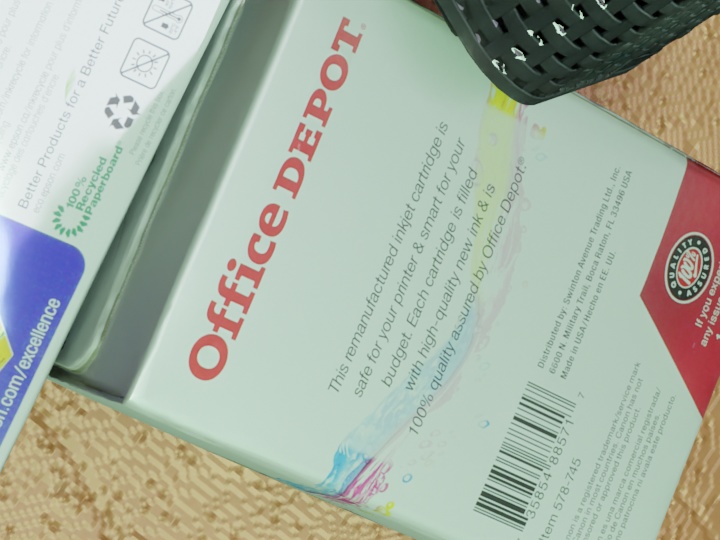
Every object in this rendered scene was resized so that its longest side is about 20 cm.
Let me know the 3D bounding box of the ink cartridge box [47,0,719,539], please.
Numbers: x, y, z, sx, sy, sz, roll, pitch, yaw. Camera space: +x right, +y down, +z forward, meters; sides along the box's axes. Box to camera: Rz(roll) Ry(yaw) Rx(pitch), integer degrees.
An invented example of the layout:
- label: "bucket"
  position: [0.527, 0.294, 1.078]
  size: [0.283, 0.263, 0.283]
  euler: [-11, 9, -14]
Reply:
- label: "ink cartridge box"
  position: [0.000, 0.000, 0.832]
  size: [0.200, 0.145, 0.146]
  euler: [27, 84, -31]

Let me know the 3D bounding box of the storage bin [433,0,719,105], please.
- label: "storage bin"
  position: [0.050, -0.162, 0.770]
  size: [0.200, 0.094, 0.135]
  euler: [60, 26, 3]

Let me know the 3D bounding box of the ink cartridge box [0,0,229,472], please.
- label: "ink cartridge box"
  position: [-0.159, -0.045, 0.718]
  size: [0.200, 0.043, 0.199]
  euler: [24, 96, -26]
